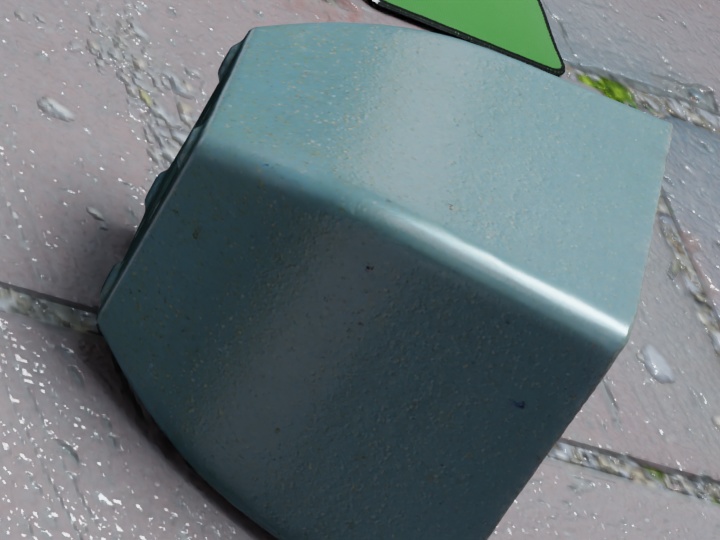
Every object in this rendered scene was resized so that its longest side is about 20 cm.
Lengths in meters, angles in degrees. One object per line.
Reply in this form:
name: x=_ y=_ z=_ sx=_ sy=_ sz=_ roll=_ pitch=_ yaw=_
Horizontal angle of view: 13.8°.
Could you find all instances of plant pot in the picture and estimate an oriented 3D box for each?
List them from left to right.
plant pot: x=0.000 y=0.000 z=1.344 sx=0.200 sy=0.196 sz=0.196 roll=29 pitch=33 yaw=-6

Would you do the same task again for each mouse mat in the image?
mouse mat: x=0.042 y=-0.207 z=1.812 sx=0.161 sy=0.008 sz=0.200 roll=19 pitch=37 yaw=-34
